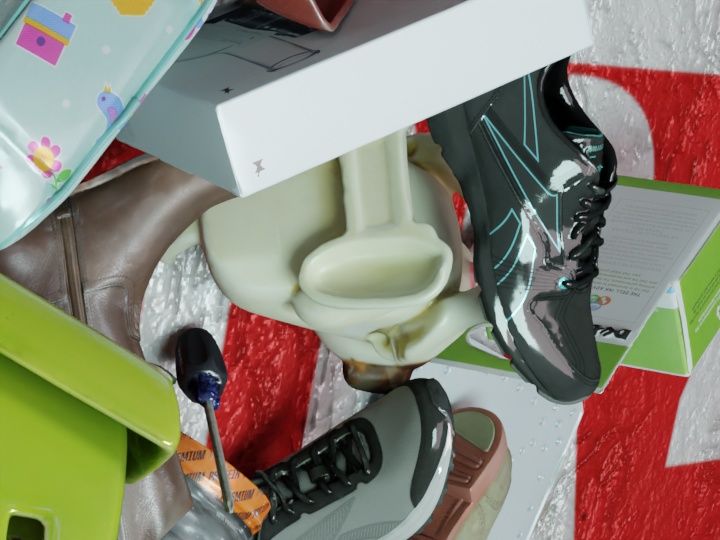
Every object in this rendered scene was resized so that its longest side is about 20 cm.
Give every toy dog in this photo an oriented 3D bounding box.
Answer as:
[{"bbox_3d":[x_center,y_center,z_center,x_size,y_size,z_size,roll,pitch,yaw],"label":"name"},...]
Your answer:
[{"bbox_3d":[0.000,0.000,1.229,0.200,0.193,0.140,43,28,-63],"label":"toy dog"}]

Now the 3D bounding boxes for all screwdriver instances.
[{"bbox_3d":[-0.075,0.076,1.161,0.029,0.200,0.028,-41,113,3],"label":"screwdriver"}]

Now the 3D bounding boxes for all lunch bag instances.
[{"bbox_3d":[-0.157,-0.094,1.018,0.077,0.160,0.200,43,72,-23],"label":"lunch bag"}]

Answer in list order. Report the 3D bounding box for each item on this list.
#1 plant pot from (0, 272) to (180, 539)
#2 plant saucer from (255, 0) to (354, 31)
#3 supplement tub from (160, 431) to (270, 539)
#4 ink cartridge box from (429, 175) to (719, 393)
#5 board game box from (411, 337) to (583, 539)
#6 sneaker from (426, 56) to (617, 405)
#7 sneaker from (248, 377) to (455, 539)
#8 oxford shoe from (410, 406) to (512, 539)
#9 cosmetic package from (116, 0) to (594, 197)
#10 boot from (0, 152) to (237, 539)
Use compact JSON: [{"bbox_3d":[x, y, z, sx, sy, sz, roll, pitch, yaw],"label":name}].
[{"bbox_3d":[-0.192,0.095,0.971,0.199,0.199,0.182,31,75,-5],"label":"plant pot"},{"bbox_3d":[-0.053,-0.227,1.071,0.201,0.037,0.200,60,23,-17],"label":"plant saucer"},{"bbox_3d":[-0.140,0.182,1.171,0.201,0.122,0.123,-57,138,-15],"label":"supplement tub"},{"bbox_3d":[0.132,0.027,1.361,0.200,0.147,0.076,-50,137,-39],"label":"ink cartridge box"},{"bbox_3d":[0.051,0.148,1.442,0.200,0.026,0.201,29,83,-49],"label":"board game box"},{"bbox_3d":[0.094,-0.028,1.134,0.075,0.079,0.201,-40,113,-65],"label":"sneaker"},{"bbox_3d":[-0.022,0.132,1.266,0.079,0.074,0.200,24,123,-40],"label":"sneaker"},{"bbox_3d":[0.037,0.182,1.369,0.200,0.071,0.074,-50,138,-21],"label":"oxford shoe"},{"bbox_3d":[-0.010,-0.107,1.077,0.199,0.151,0.052,-25,116,-22],"label":"cosmetic package"},{"bbox_3d":[-0.104,0.043,1.112,0.185,0.064,0.201,-13,87,-12],"label":"boot"}]
